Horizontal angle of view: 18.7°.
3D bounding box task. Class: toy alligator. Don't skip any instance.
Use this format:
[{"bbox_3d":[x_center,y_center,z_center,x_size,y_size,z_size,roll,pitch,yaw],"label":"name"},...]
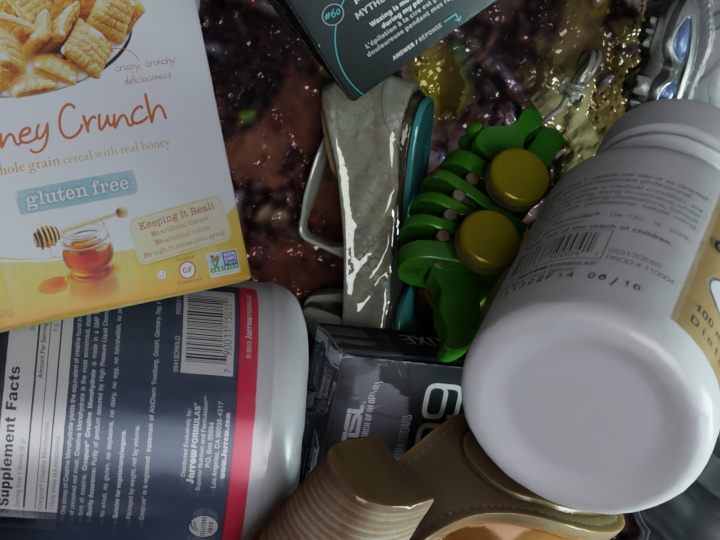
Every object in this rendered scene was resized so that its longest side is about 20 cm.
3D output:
[{"bbox_3d":[0.061,-0.044,1.064,0.054,0.059,0.200,28,59,-2],"label":"toy alligator"}]

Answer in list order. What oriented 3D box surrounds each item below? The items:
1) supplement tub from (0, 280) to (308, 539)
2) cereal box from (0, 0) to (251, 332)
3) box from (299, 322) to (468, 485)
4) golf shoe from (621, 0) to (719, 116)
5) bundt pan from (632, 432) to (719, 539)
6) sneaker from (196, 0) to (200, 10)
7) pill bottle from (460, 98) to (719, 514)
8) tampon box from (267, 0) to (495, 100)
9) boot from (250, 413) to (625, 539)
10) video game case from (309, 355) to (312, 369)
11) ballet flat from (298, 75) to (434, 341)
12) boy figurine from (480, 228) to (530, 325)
[{"bbox_3d":[-0.130,0.067,1.017,0.200,0.140,0.141,5,104,-7],"label":"supplement tub"},{"bbox_3d":[-0.137,-0.079,0.951,0.144,0.040,0.200,-12,91,-20],"label":"cereal box"},{"bbox_3d":[0.041,0.131,1.075,0.157,0.050,0.200,7,106,-18],"label":"box"},{"bbox_3d":[0.198,-0.154,1.078,0.097,0.078,0.200,14,111,3],"label":"golf shoe"},{"bbox_3d":[0.249,0.122,1.159,0.202,0.076,0.202,-9,121,-15],"label":"bundt pan"},{"bbox_3d":[-0.167,-0.132,1.005,0.200,0.075,0.100,23,81,-17],"label":"sneaker"},{"bbox_3d":[0.128,0.008,1.008,0.114,0.200,0.114,12,128,16],"label":"pill bottle"},{"bbox_3d":[-0.011,-0.211,0.962,0.150,0.126,0.200,-35,125,-2],"label":"tampon box"},{"bbox_3d":[0.019,0.148,1.005,0.200,0.077,0.155,-2,133,-48],"label":"boot"},{"bbox_3d":[-0.071,0.167,1.133,0.182,0.022,0.200,-22,109,-9],"label":"video game case"},{"bbox_3d":[0.000,0.000,1.094,0.062,0.067,0.200,6,101,12],"label":"ballet flat"},{"bbox_3d":[0.088,0.078,1.131,0.124,0.064,0.200,3,108,-13],"label":"boy figurine"}]
